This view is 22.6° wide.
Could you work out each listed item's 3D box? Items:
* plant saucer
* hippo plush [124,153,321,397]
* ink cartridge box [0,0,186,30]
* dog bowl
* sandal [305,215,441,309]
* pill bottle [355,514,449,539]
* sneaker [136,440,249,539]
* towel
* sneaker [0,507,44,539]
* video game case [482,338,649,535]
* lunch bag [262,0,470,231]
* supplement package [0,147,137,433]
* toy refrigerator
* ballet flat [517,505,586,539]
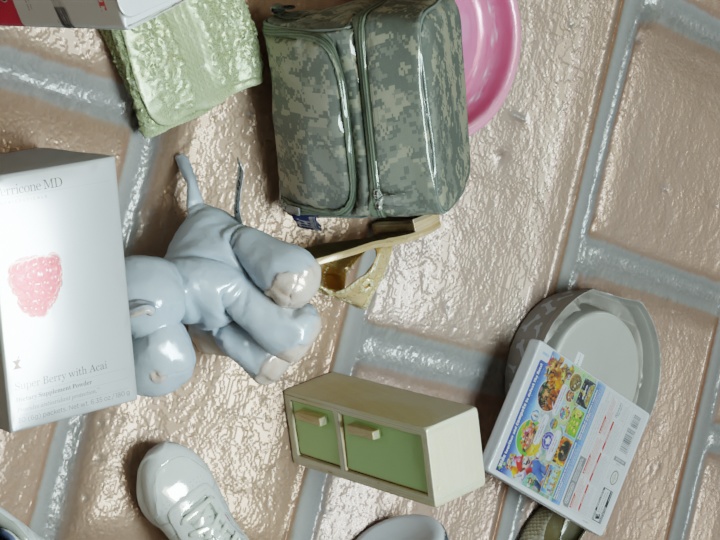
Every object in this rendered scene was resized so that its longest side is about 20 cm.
[{"bbox_3d":[0.069,-0.224,1.730,0.200,0.051,0.201,-7,101,-39],"label":"plant saucer"},{"bbox_3d":[-0.136,0.023,1.507,0.161,0.159,0.200,-27,114,-43],"label":"hippo plush"},{"bbox_3d":[-0.222,-0.266,1.371,0.083,0.200,0.145,-31,116,-33],"label":"ink cartridge box"},{"bbox_3d":[0.234,0.112,1.917,0.200,0.059,0.201,-7,100,-40],"label":"dog bowl"},{"bbox_3d":[0.004,0.000,1.688,0.212,0.078,0.070,-23,105,-42],"label":"sandal"},{"bbox_3d":[0.064,0.349,1.773,0.106,0.106,0.200,-36,118,-31],"label":"pill bottle"},{"bbox_3d":[-0.127,0.234,1.596,0.075,0.100,0.200,-40,119,-27],"label":"sneaker"},{"bbox_3d":[-0.160,-0.228,1.539,0.148,0.036,0.200,-35,118,-33],"label":"towel"},{"bbox_3d":[-0.287,0.236,1.455,0.200,0.087,0.075,43,68,-38],"label":"sneaker"},{"bbox_3d":[0.214,0.175,1.859,0.200,0.018,0.143,33,76,-39],"label":"video game case"},{"bbox_3d":[0.001,-0.142,1.605,0.139,0.167,0.200,-48,135,-63],"label":"lunch bag"},{"bbox_3d":[-0.265,0.011,1.428,0.121,0.120,0.200,-13,105,-38],"label":"supplement package"},{"bbox_3d":[0.017,0.152,1.640,0.070,0.200,0.076,-19,109,-37],"label":"toy refrigerator"},{"bbox_3d":[0.230,0.266,1.943,0.200,0.046,0.067,-50,124,-24],"label":"ballet flat"}]
